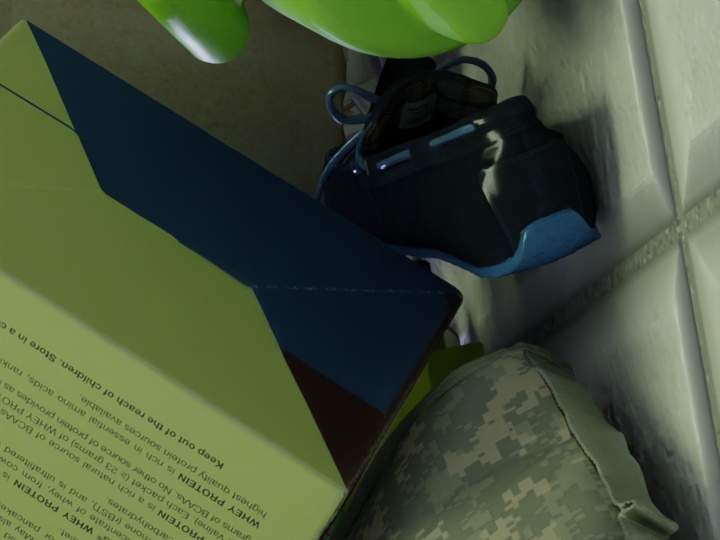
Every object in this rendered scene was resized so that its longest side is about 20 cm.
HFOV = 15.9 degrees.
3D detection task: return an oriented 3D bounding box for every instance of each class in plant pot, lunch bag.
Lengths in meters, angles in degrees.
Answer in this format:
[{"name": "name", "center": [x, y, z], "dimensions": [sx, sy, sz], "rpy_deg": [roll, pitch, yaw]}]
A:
[{"name": "plant pot", "center": [-0.102, -0.058, 1.125], "dimensions": [0.200, 0.183, 0.201], "rpy_deg": [-179, 90, -84]}, {"name": "lunch bag", "center": [0.045, 0.140, 0.889], "dimensions": [0.200, 0.117, 0.164], "rpy_deg": [-61, 19, 16]}]

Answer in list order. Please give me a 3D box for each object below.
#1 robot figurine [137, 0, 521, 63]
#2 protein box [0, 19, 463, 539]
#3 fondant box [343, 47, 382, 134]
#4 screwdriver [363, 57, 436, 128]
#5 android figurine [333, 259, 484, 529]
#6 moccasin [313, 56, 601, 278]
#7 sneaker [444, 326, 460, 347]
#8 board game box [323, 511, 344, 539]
[{"name": "robot figurine", "center": [-0.004, -0.145, 0.928], "dimensions": [0.116, 0.176, 0.200], "rpy_deg": [38, 180, -33]}, {"name": "protein box", "center": [-0.105, 0.058, 0.958], "dimensions": [0.200, 0.198, 0.135], "rpy_deg": [-59, -2, 36]}, {"name": "fondant box", "center": [-0.098, -0.113, 1.256], "dimensions": [0.058, 0.200, 0.145], "rpy_deg": [46, -154, -67]}, {"name": "screwdriver", "center": [0.000, 0.000, 1.141], "dimensions": [0.029, 0.028, 0.201], "rpy_deg": [-168, 91, -72]}, {"name": "android figurine", "center": [0.016, 0.100, 1.061], "dimensions": [0.182, 0.041, 0.201], "rpy_deg": [-19, 83, 53]}, {"name": "moccasin", "center": [0.037, -0.047, 0.973], "dimensions": [0.200, 0.080, 0.068], "rpy_deg": [11, 122, 66]}, {"name": "sneaker", "center": [0.007, 0.125, 1.159], "dimensions": [0.090, 0.067, 0.201], "rpy_deg": [-115, 39, -49]}, {"name": "board game box", "center": [-0.042, 0.155, 1.092], "dimensions": [0.135, 0.029, 0.200], "rpy_deg": [-34, 69, 49]}]
